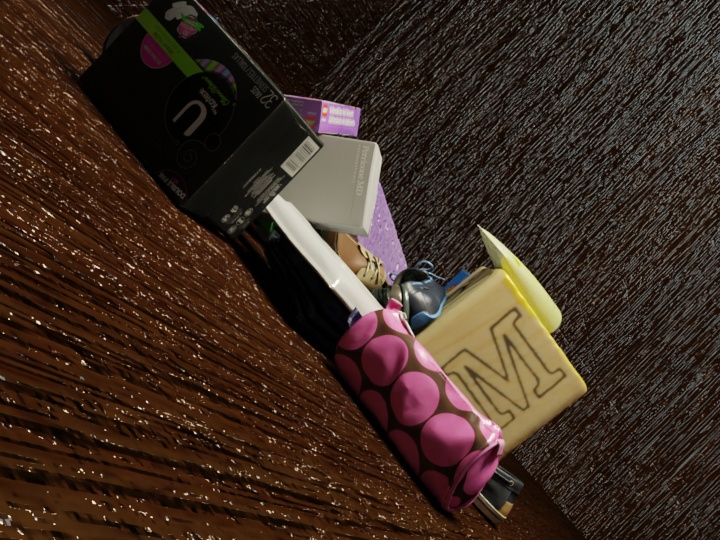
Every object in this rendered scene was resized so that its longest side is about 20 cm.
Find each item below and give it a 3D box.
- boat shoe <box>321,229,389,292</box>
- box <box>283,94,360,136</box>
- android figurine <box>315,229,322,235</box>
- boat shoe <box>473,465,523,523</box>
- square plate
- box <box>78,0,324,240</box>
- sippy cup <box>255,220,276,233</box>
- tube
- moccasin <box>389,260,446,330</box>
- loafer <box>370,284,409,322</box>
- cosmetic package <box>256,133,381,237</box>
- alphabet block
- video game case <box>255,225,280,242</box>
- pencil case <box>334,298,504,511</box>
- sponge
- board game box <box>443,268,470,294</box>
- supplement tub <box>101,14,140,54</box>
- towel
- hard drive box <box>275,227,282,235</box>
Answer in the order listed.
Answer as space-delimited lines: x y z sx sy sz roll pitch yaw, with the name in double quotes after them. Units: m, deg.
0.000 0.000 1.142 0.201 0.072 0.077 58 36 -58 "boat shoe"
-0.113 -0.203 1.042 0.195 0.040 0.136 11 11 18 "box"
-0.046 -0.076 1.202 0.201 0.040 0.186 -71 154 -59 "android figurine"
0.114 0.204 0.982 0.200 0.062 0.075 47 3 13 "boat shoe"
-0.027 0.003 0.926 0.199 0.028 0.200 50 0 42 "square plate"
-0.163 -0.165 0.862 0.200 0.148 0.124 47 3 21 "box"
-0.151 -0.144 1.162 0.128 0.142 0.178 28 -29 -3 "sippy cup"
0.226 0.017 1.169 0.057 0.053 0.200 -2 -38 41 "tube"
0.081 0.025 1.143 0.069 0.079 0.200 61 2 -5 "moccasin"
0.017 0.067 1.056 0.200 0.061 0.074 115 -24 -71 "loafer"
-0.077 -0.111 1.011 0.194 0.110 0.090 7 -5 9 "cosmetic package"
0.161 0.133 1.144 0.198 0.198 0.195 53 2 -3 "alphabet block"
-0.060 0.031 1.210 0.200 0.023 0.183 46 2 -39 "video game case"
0.056 0.124 0.787 0.201 0.094 0.091 49 3 32 "pencil case"
0.020 -0.043 1.241 0.029 0.113 0.203 0 -48 27 "sponge"
0.160 0.141 1.310 0.196 0.200 0.056 45 2 -14 "board game box"
-0.278 -0.272 1.182 0.107 0.107 0.200 47 2 16 "supplement tub"
-0.050 0.034 0.942 0.112 0.048 0.200 47 1 -30 "towel"
-0.066 -0.066 1.374 0.197 0.078 0.156 32 -6 6 "hard drive box"
